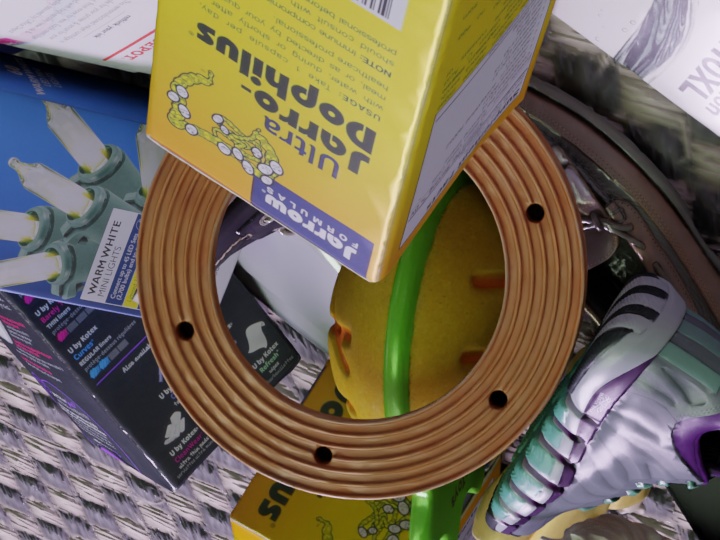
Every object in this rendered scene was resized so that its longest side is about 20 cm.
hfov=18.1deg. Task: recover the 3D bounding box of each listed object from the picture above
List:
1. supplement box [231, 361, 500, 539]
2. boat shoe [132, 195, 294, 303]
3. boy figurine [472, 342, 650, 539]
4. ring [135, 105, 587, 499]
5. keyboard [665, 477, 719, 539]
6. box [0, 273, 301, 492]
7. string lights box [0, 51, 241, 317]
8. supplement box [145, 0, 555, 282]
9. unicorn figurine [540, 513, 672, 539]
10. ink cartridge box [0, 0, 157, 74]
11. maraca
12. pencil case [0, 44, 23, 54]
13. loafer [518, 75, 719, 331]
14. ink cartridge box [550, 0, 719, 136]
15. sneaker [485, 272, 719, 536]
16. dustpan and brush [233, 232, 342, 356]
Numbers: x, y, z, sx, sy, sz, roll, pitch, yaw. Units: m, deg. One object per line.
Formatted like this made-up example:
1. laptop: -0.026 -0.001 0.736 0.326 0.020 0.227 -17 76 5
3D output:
1. supplement box: 0.004 0.156 1.266 0.109 0.109 0.200 27 156 14
2. boat shoe: -0.031 -0.039 1.042 0.063 0.073 0.200 38 116 -14
3. boy figurine: 0.109 0.121 1.157 0.064 0.124 0.201 46 128 32
4. ring: 0.000 0.000 0.987 0.200 0.201 0.019 32 -169 5
5. keyboard: 0.215 0.154 1.089 0.104 0.040 0.201 -29 99 25
6. box: -0.146 0.005 1.222 0.200 0.106 0.122 52 163 -27
7. string lights box: -0.152 -0.043 1.092 0.199 0.103 0.059 11 -159 -29
8. supplement box: 0.003 -0.108 0.776 0.109 0.109 0.200 33 150 11
9. unicorn figurine: 0.169 0.176 1.058 0.199 0.074 0.138 -9 99 5
10. ink cartridge box: -0.124 -0.144 1.006 0.199 0.068 0.115 10 164 -32
11. maraca: 0.041 0.046 1.079 0.106 0.137 0.201 11 131 21
12. pencil case: -0.207 -0.136 1.141 0.087 0.078 0.200 42 150 -24
13. loafer: 0.115 -0.005 1.015 0.200 0.063 0.072 43 149 -13
14. ink cartridge box: 0.127 -0.139 0.795 0.200 0.084 0.145 36 151 0
15. sneaker: 0.119 0.084 1.006 0.087 0.075 0.200 31 149 4
16. dustpan and brush: -0.014 -0.031 1.130 0.139 0.057 0.200 37 158 21
